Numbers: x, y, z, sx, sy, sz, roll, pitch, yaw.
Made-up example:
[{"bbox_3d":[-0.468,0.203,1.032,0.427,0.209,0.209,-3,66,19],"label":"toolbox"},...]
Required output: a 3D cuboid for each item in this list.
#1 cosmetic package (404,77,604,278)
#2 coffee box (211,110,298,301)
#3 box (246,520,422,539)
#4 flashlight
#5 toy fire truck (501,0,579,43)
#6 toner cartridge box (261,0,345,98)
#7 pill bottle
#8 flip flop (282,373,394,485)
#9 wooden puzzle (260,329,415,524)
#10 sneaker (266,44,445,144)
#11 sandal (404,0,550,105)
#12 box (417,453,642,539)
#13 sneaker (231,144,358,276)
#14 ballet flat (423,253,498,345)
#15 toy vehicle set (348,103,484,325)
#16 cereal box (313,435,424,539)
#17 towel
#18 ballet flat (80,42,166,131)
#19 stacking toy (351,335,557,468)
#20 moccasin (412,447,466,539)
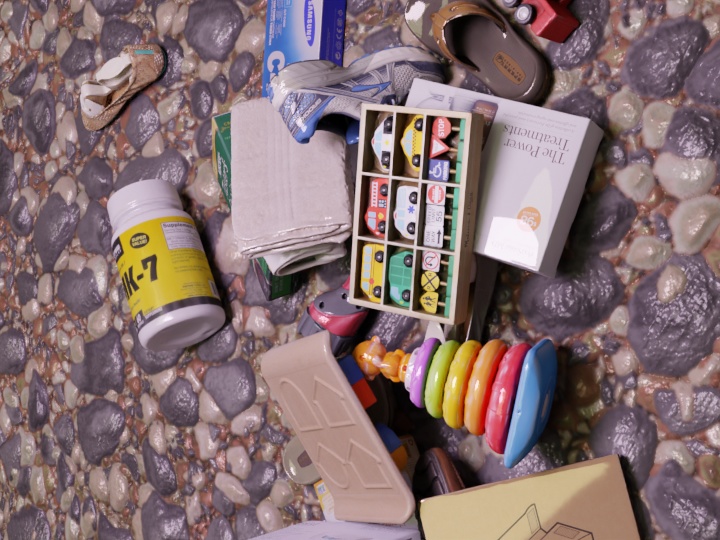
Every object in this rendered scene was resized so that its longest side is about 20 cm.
[{"bbox_3d":[0.120,-0.094,1.047,0.199,0.052,0.152,19,92,31],"label":"cosmetic package"},{"bbox_3d":[-0.126,-0.077,1.264,0.123,0.044,0.201,106,143,-65],"label":"coffee box"},{"bbox_3d":[-0.058,0.325,1.092,0.199,0.175,0.098,-12,85,48],"label":"box"},{"bbox_3d":[0.000,0.000,1.176,0.068,0.067,0.201,51,121,43],"label":"flashlight"},{"bbox_3d":[0.198,-0.300,1.018,0.141,0.049,0.201,-48,59,29],"label":"toy fire truck"},{"bbox_3d":[-0.070,-0.229,1.257,0.094,0.043,0.202,5,92,40],"label":"toner cartridge box"},{"bbox_3d":[-0.256,-0.008,1.371,0.114,0.114,0.201,-36,66,35],"label":"pill bottle"},{"bbox_3d":[-0.033,0.182,1.206,0.200,0.057,0.082,-43,63,33],"label":"flip flop"},{"bbox_3d":[-0.019,0.161,1.099,0.201,0.046,0.185,65,153,-1],"label":"wooden puzzle"},{"bbox_3d":[0.004,-0.173,1.102,0.086,0.198,0.077,69,157,14],"label":"sneaker"},{"bbox_3d":[0.111,-0.236,1.089,0.200,0.054,0.082,51,120,30],"label":"sandal"},{"bbox_3d":[0.167,0.276,0.998,0.198,0.021,0.165,-16,78,14],"label":"box"},{"bbox_3d":[-0.029,-0.071,1.162,0.199,0.074,0.116,-31,73,-2],"label":"sneaker"},{"bbox_3d":[0.099,0.028,1.089,0.067,0.063,0.202,10,96,41],"label":"ballet flat"},{"bbox_3d":[0.052,-0.057,1.031,0.123,0.026,0.202,9,100,33],"label":"toy vehicle set"},{"bbox_3d":[0.036,0.300,1.155,0.144,0.039,0.201,-37,66,36],"label":"cereal box"},{"bbox_3d":[-0.072,-0.108,1.123,0.131,0.035,0.202,-10,59,10],"label":"towel"},{"bbox_3d":[-0.354,-0.262,1.494,0.199,0.065,0.071,-33,68,36],"label":"ballet flat"},{"bbox_3d":[0.084,0.106,1.030,0.198,0.110,0.117,13,98,19],"label":"stacking toy"},{"bbox_3d":[0.116,0.273,1.069,0.202,0.077,0.074,60,140,20],"label":"moccasin"}]
